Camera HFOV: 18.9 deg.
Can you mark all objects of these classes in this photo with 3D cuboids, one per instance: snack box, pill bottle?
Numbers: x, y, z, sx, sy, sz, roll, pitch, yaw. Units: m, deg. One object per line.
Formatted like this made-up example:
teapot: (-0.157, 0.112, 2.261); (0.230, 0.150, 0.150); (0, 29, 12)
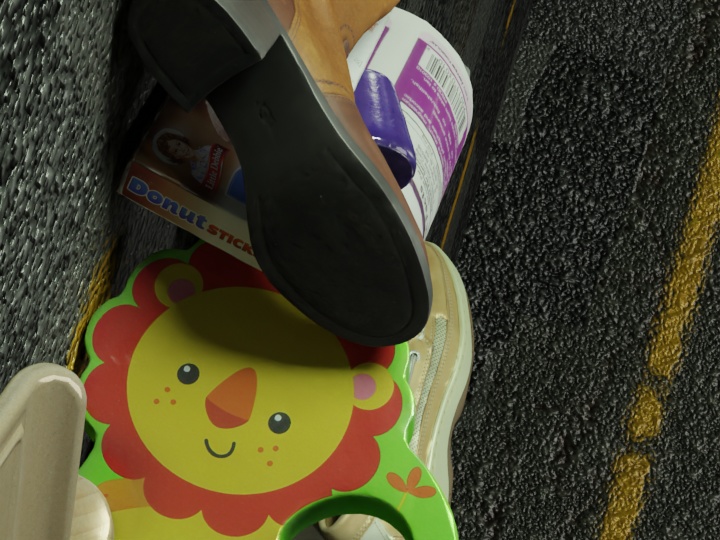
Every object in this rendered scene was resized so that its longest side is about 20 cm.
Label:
snack box: (-0.041, -0.082, 0.965); (0.024, 0.071, 0.201); (-57, -174, 41)
pill bottle: (-0.013, -0.046, 1.126); (0.201, 0.111, 0.113); (-65, 169, -52)

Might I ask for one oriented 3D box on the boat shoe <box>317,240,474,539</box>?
boat shoe: (0.011, 0.059, 1.116); (0.071, 0.076, 0.201); (-28, -137, 34)

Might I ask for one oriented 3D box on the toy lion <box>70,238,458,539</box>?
toy lion: (-0.040, 0.086, 0.895); (0.192, 0.199, 0.069); (-51, 164, -20)

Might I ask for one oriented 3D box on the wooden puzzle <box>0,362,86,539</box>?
wooden puzzle: (-0.158, 0.150, 0.728); (0.200, 0.037, 0.186); (-55, 160, -54)

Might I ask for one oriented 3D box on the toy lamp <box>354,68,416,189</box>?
toy lamp: (0.000, 0.000, 0.989); (0.058, 0.058, 0.202); (94, -5, -62)

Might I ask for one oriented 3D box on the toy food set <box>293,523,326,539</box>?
toy food set: (-0.022, 0.061, 1.170); (0.060, 0.144, 0.200); (-26, -159, 29)

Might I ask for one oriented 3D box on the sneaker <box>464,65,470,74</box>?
sneaker: (0.015, -0.069, 1.471); (0.201, 0.073, 0.119); (-49, 150, -52)

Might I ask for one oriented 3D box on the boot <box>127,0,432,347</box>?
boot: (-0.013, -0.086, 0.923); (0.068, 0.189, 0.200); (-33, -164, 28)
